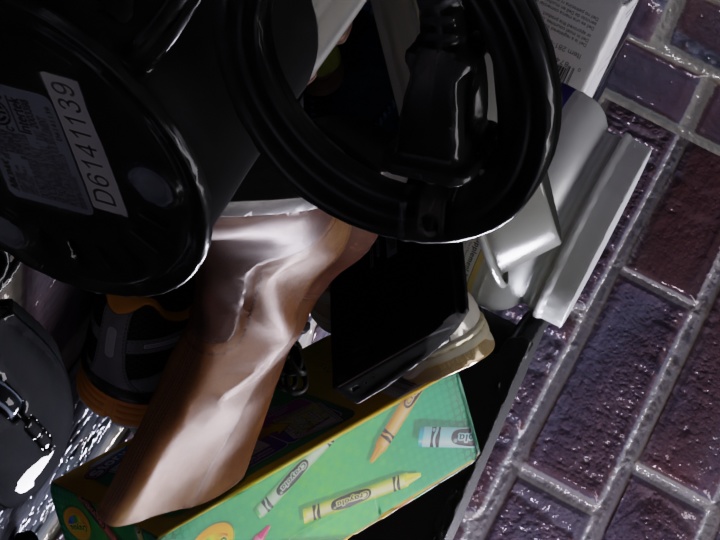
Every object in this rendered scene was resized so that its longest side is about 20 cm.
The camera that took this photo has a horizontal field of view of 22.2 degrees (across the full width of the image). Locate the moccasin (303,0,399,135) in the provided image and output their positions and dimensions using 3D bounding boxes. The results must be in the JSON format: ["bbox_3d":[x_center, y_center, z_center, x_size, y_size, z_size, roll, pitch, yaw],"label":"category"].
[{"bbox_3d":[0.011,-0.154,1.017,0.068,0.080,0.202,93,11,-61],"label":"moccasin"}]

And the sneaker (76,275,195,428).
[{"bbox_3d":[-0.069,-0.012,0.912,0.078,0.078,0.201,97,20,-49],"label":"sneaker"}]

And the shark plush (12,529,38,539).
[{"bbox_3d":[-0.178,0.233,0.975,0.091,0.083,0.201,-54,169,-47],"label":"shark plush"}]

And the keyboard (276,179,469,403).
[{"bbox_3d":[0.000,0.000,0.950,0.126,0.021,0.201,-30,-151,18],"label":"keyboard"}]

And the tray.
[{"bbox_3d":[0.018,-0.130,0.895,0.107,0.022,0.202,19,57,-81],"label":"tray"}]

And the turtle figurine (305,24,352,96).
[{"bbox_3d":[-0.033,-0.117,0.824,0.201,0.064,0.161,-61,172,-15],"label":"turtle figurine"}]

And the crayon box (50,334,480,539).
[{"bbox_3d":[-0.050,0.107,0.981,0.199,0.118,0.059,-27,112,-29],"label":"crayon box"}]

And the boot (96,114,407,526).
[{"bbox_3d":[-0.076,0.025,0.812,0.201,0.068,0.188,-60,162,21],"label":"boot"}]

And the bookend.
[{"bbox_3d":[-0.007,0.079,1.192,0.200,0.198,0.092,-68,171,18],"label":"bookend"}]

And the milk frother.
[{"bbox_3d":[-0.013,-0.098,0.533,0.189,0.198,0.181,-58,167,-33],"label":"milk frother"}]

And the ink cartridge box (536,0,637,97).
[{"bbox_3d":[0.081,-0.129,1.239,0.201,0.144,0.084,-66,171,24],"label":"ink cartridge box"}]

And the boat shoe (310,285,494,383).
[{"bbox_3d":[0.013,0.000,1.027,0.073,0.070,0.200,-25,-159,-17],"label":"boat shoe"}]

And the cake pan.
[{"bbox_3d":[0.060,-0.093,0.903,0.200,0.036,0.202,-15,90,-82],"label":"cake pan"}]

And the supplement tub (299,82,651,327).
[{"bbox_3d":[0.064,-0.066,1.135,0.146,0.199,0.146,-61,172,-14],"label":"supplement tub"}]

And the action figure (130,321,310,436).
[{"bbox_3d":[-0.083,0.091,1.098,0.119,0.101,0.203,-16,107,-68],"label":"action figure"}]

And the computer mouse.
[{"bbox_3d":[-0.157,0.076,0.721,0.141,0.046,0.200,-61,172,-25],"label":"computer mouse"}]
